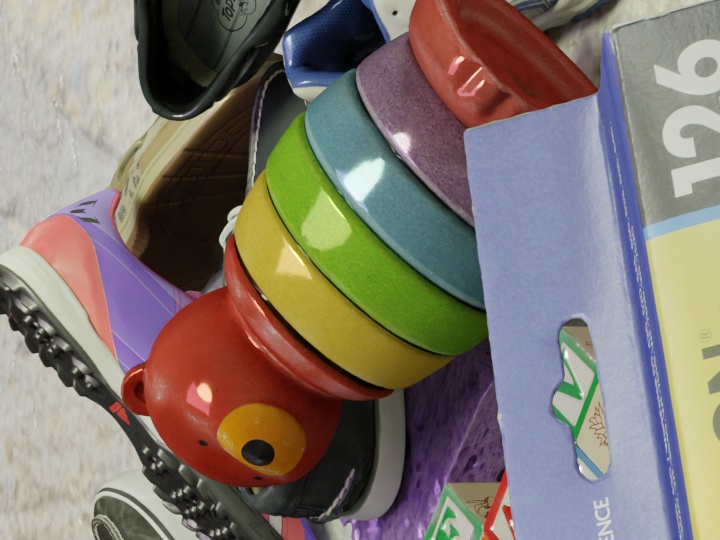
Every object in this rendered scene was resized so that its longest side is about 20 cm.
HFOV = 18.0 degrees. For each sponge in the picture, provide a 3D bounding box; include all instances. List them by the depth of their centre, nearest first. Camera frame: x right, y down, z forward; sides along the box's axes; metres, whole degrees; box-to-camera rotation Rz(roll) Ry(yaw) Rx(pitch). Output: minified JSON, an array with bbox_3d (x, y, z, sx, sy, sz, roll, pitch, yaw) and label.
[{"bbox_3d":[0.001,0.037,0.964,0.200,0.030,0.112,52,130,48],"label":"sponge"}]

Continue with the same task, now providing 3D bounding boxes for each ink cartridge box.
[{"bbox_3d":[0.126,0.011,0.615,0.199,0.047,0.199,-14,61,14],"label":"ink cartridge box"}]

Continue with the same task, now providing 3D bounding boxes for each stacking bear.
[{"bbox_3d":[0.000,0.000,0.825,0.200,0.121,0.114,-45,32,17],"label":"stacking bear"}]

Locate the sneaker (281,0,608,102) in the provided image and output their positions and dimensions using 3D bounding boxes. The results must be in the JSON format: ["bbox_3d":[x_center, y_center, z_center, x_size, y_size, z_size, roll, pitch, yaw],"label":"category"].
[{"bbox_3d":[0.041,-0.120,0.852,0.200,0.088,0.076,-55,43,40],"label":"sneaker"}]

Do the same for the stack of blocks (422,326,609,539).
[{"bbox_3d":[0.075,0.120,0.809,0.115,0.058,0.201,48,128,47],"label":"stack of blocks"}]

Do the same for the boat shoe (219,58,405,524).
[{"bbox_3d":[-0.025,0.002,0.923,0.076,0.060,0.201,-35,58,50],"label":"boat shoe"}]

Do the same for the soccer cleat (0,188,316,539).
[{"bbox_3d":[-0.076,0.054,1.009,0.200,0.073,0.068,49,157,-4],"label":"soccer cleat"}]

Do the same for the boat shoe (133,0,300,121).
[{"bbox_3d":[-0.050,-0.131,0.874,0.066,0.074,0.200,-56,-1,-39],"label":"boat shoe"}]

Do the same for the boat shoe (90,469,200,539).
[{"bbox_3d":[-0.090,0.158,1.054,0.200,0.063,0.071,39,147,52],"label":"boat shoe"}]

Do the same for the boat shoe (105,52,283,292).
[{"bbox_3d":[-0.084,-0.048,1.065,0.200,0.073,0.063,-48,52,47],"label":"boat shoe"}]
